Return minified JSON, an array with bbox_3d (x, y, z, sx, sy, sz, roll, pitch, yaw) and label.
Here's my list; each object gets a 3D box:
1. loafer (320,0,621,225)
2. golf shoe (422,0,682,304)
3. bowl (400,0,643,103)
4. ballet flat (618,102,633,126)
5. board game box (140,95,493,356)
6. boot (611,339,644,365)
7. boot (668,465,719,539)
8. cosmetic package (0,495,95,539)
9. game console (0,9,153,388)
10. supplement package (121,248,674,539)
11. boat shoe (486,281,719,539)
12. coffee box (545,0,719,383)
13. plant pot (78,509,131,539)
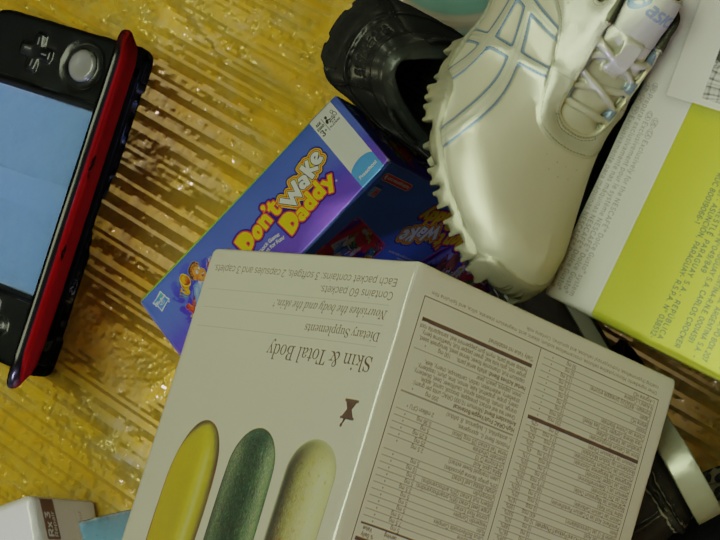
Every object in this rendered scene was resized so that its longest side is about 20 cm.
[{"bbox_3d":[0.069,-0.060,0.942,0.068,0.200,0.070,-57,34,8],"label":"loafer"},{"bbox_3d":[0.085,-0.088,0.850,0.097,0.078,0.201,-11,65,44],"label":"golf shoe"},{"bbox_3d":[0.069,-0.171,0.997,0.200,0.105,0.202,0,90,25],"label":"bowl"},{"bbox_3d":[0.146,-0.074,1.035,0.067,0.046,0.201,17,90,26],"label":"ballet flat"},{"bbox_3d":[0.000,0.000,1.007,0.134,0.200,0.045,-45,64,12],"label":"board game box"},{"bbox_3d":[0.088,0.128,0.986,0.131,0.070,0.201,-19,53,26],"label":"boot"},{"bbox_3d":[0.144,0.196,0.977,0.073,0.204,0.154,27,51,0],"label":"boot"},{"bbox_3d":[-0.240,0.202,1.163,0.199,0.074,0.102,-18,75,20],"label":"cosmetic package"},{"bbox_3d":[-0.200,-0.048,1.156,0.172,0.119,0.201,18,90,26],"label":"game console"},{"bbox_3d":[0.005,0.111,0.856,0.152,0.150,0.201,4,74,54],"label":"supplement package"},{"bbox_3d":[0.095,0.054,0.957,0.060,0.072,0.201,-33,41,2],"label":"boat shoe"},{"bbox_3d":[0.235,-0.024,0.900,0.197,0.200,0.201,27,94,27],"label":"coffee box"},{"bbox_3d":[-0.031,0.205,1.028,0.141,0.141,0.201,-14,82,23],"label":"plant pot"}]
